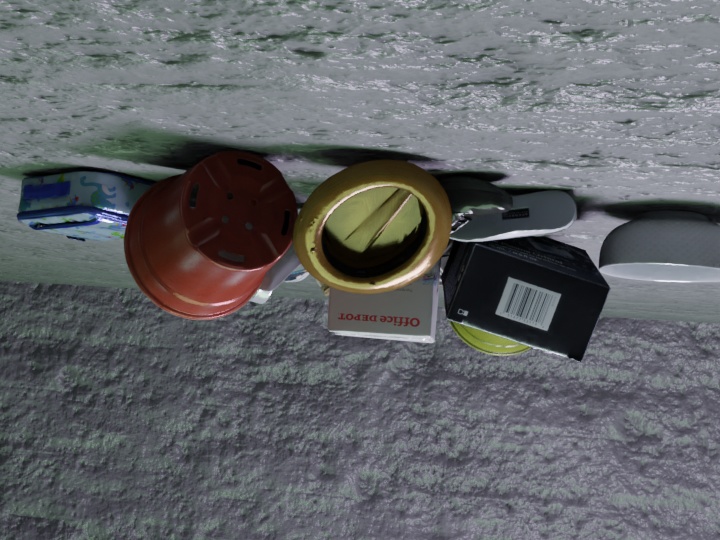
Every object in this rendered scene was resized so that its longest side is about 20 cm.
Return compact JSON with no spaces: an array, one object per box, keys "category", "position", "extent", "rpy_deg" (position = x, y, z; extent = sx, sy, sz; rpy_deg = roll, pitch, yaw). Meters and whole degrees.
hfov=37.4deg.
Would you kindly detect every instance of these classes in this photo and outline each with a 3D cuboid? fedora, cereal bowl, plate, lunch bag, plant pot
[{"category":"fedora","position":[0.013,-0.065,1.294],"extent":[0.199,0.201,0.082],"rpy_deg":[5,-143,-10]},{"category":"cereal bowl","position":[0.433,-0.035,1.479],"extent":[0.199,0.084,0.200],"rpy_deg":[4,175,0]},{"category":"plate","position":[-0.178,-0.050,1.551],"extent":[0.199,0.032,0.200],"rpy_deg":[21,-152,12]},{"category":"lunch bag","position":[-0.399,-0.095,1.563],"extent":[0.199,0.083,0.160],"rpy_deg":[-2,169,40]},{"category":"plant pot","position":[-0.179,-0.052,1.339],"extent":[0.200,0.202,0.195],"rpy_deg":[7,166,-23]},{"category":"plant pot","position":[0.248,0.022,1.788],"extent":[0.199,0.202,0.193],"rpy_deg":[4,162,0]}]

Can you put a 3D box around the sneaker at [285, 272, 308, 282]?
[{"category":"sneaker","position":[-0.119,-0.027,2.027],"extent":[0.079,0.079,0.199],"rpy_deg":[3,165,-41]}]

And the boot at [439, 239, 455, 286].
[{"category":"boot","position":[0.123,0.014,1.643],"extent":[0.130,0.201,0.068],"rpy_deg":[11,-178,-20]}]

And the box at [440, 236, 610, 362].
[{"category":"box","position":[0.226,0.017,1.505],"extent":[0.196,0.118,0.200],"rpy_deg":[18,-165,-3]}]

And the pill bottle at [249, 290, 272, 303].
[{"category":"pill bottle","position":[-0.231,-0.015,1.647],"extent":[0.199,0.111,0.111],"rpy_deg":[19,169,-22]}]

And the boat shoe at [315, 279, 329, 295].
[{"category":"boat shoe","position":[0.000,0.000,1.689],"extent":[0.071,0.065,0.199],"rpy_deg":[-27,-171,-37]}]

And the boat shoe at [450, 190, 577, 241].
[{"category":"boat shoe","position":[0.187,-0.072,1.410],"extent":[0.199,0.071,0.070],"rpy_deg":[-4,170,14]}]

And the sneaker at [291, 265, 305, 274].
[{"category":"sneaker","position":[-0.039,-0.059,1.649],"extent":[0.199,0.081,0.077],"rpy_deg":[-18,-174,10]}]

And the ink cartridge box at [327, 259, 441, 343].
[{"category":"ink cartridge box","position":[0.039,-0.002,1.518],"extent":[0.146,0.201,0.145],"rpy_deg":[4,174,8]}]

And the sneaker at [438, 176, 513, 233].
[{"category":"sneaker","position":[0.100,-0.071,1.352],"extent":[0.199,0.091,0.076],"rpy_deg":[-1,170,32]}]
